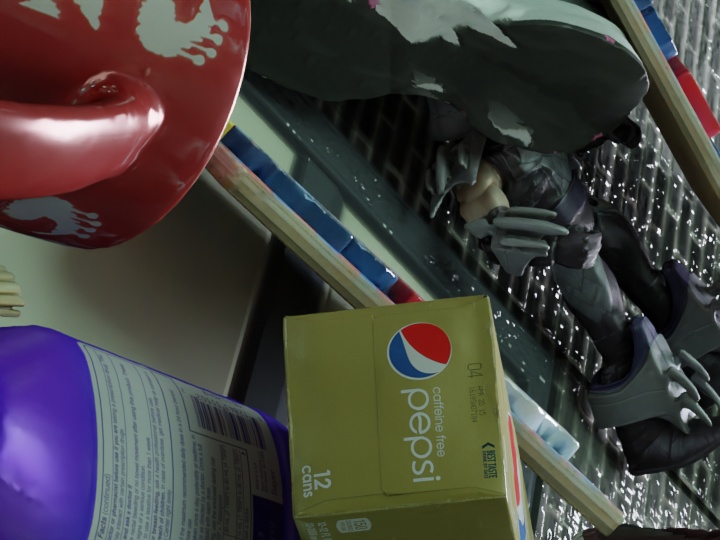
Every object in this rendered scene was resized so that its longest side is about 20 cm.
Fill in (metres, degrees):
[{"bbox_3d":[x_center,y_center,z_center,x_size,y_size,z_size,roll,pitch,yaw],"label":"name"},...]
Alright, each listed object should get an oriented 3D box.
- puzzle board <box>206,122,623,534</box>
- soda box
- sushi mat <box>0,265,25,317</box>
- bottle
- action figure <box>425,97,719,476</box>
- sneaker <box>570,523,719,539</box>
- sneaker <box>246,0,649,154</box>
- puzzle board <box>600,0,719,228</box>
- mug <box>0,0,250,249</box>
[{"bbox_3d":[0.000,0.000,0.909,0.200,0.017,0.151,43,1,-31],"label":"puzzle board"},{"bbox_3d":[0.022,0.087,0.839,0.200,0.063,0.068,74,11,-59],"label":"soda box"},{"bbox_3d":[-0.183,-0.022,0.710,0.096,0.012,0.199,39,19,31],"label":"sushi mat"},{"bbox_3d":[-0.095,0.060,0.773,0.199,0.065,0.084,24,53,-46],"label":"bottle"},{"bbox_3d":[0.092,-0.016,1.099,0.200,0.069,0.130,51,39,-15],"label":"action figure"},{"bbox_3d":[0.137,0.122,0.975,0.076,0.115,0.200,63,9,-4],"label":"sneaker"},{"bbox_3d":[0.014,-0.112,1.030,0.199,0.080,0.087,23,34,-27],"label":"sneaker"},{"bbox_3d":[0.122,-0.089,1.117,0.201,0.017,0.151,58,5,-25],"label":"puzzle board"},{"bbox_3d":[-0.135,-0.066,0.721,0.199,0.133,0.179,21,46,-42],"label":"mug"}]
